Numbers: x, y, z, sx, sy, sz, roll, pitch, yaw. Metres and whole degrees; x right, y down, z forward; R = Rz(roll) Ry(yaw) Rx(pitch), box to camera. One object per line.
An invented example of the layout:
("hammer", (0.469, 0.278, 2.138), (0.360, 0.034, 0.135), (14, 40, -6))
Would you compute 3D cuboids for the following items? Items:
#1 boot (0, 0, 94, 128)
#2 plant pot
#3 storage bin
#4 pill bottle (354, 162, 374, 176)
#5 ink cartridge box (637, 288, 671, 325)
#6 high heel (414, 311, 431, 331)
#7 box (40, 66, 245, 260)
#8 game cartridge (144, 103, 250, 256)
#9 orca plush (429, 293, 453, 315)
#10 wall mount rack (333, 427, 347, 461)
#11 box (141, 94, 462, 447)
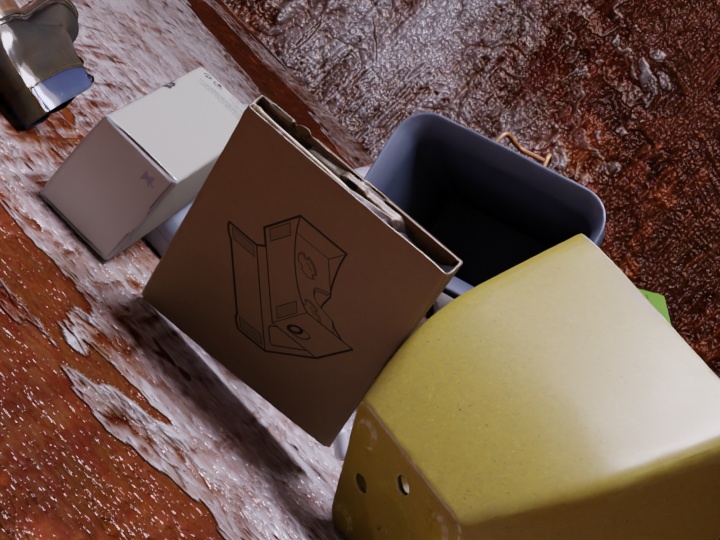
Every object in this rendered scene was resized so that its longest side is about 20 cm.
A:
("boot", (-0.243, -0.153, 1.570), (0.097, 0.074, 0.200), (58, 15, 2))
("plant pot", (0.096, 0.129, 1.320), (0.199, 0.195, 0.196), (-16, 50, -30))
("storage bin", (0.110, -0.029, 1.727), (0.199, 0.146, 0.134), (28, -11, 21))
("pill bottle", (0.000, -0.038, 1.953), (0.112, 0.112, 0.200), (47, 30, 13))
("ink cartridge box", (0.202, 0.127, 1.777), (0.075, 0.202, 0.148), (15, 20, -2))
("high heel", (0.000, 0.000, 1.762), (0.200, 0.071, 0.143), (34, 28, -45))
("box", (-0.143, -0.079, 1.462), (0.068, 0.082, 0.200), (44, 19, 0))
("game cartridge", (-0.103, -0.062, 1.622), (0.133, 0.042, 0.200), (50, 35, 5))
("orca plush", (0.087, 0.069, 1.836), (0.199, 0.072, 0.105), (33, 12, 26))
("wall mount rack", (-0.052, 0.039, 1.465), (0.174, 0.075, 0.200), (46, 0, -7))
("box", (-0.042, 0.006, 1.325), (0.163, 0.200, 0.021), (40, 45, 5))
